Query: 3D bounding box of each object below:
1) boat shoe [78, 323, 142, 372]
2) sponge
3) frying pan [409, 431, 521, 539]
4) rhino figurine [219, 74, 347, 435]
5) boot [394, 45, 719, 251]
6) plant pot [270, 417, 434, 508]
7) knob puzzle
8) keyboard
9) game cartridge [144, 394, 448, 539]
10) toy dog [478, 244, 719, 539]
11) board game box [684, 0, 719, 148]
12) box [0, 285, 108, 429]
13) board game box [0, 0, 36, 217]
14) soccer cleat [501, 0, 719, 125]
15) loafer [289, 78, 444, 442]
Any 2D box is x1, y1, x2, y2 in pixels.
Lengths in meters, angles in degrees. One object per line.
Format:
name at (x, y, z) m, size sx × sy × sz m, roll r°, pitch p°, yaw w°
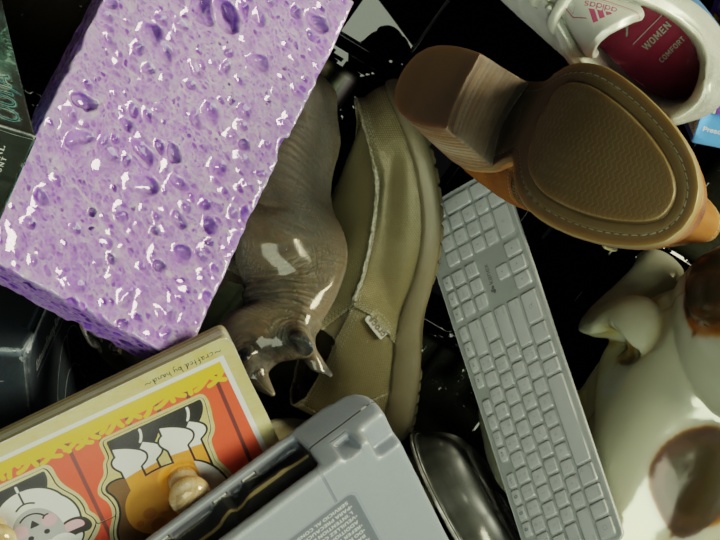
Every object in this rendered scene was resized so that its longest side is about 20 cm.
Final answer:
boat shoe at (-0.108, 0.042, 1.400) m, size 0.057 × 0.067 × 0.200 m, roll -20°, pitch 147°, yaw 6°
sponge at (-0.092, -0.066, 1.312) m, size 0.111 × 0.030 × 0.200 m, roll 31°, pitch 71°, yaw -18°
frying pan at (0.080, 0.153, 1.462) m, size 0.031 × 0.115 × 0.190 m, roll -32°, pitch 125°, yaw 9°
rhino figurine at (-0.050, -0.016, 1.364) m, size 0.087 × 0.200 × 0.060 m, roll -5°, pitch 157°, yaw 5°
boot at (0.125, -0.041, 1.334) m, size 0.155 × 0.200 × 0.074 m, roll 30°, pitch 93°, yaw -43°
plant pot at (-0.037, 0.185, 1.466) m, size 0.187 × 0.187 × 0.200 m, roll 15°, pitch 102°, yaw -11°
knob puzzle at (-0.108, 0.142, 1.325) m, size 0.219 × 0.030 × 0.220 m, roll -11°, pitch 125°, yaw -16°
keyboard at (0.078, 0.049, 1.402) m, size 0.011 × 0.200 × 0.056 m, roll 4°, pitch 152°, yaw -47°
game cartridge at (-0.054, 0.156, 1.329) m, size 0.200 × 0.040 × 0.133 m, roll -36°, pitch 136°, yaw -10°
toy dog at (0.164, 0.064, 1.404) m, size 0.139 × 0.194 × 0.200 m, roll 34°, pitch 118°, yaw -9°
board game box at (0.273, -0.111, 1.401) m, size 0.200 × 0.045 × 0.135 m, roll 11°, pitch 115°, yaw -9°
box at (-0.189, 0.091, 1.402) m, size 0.107 × 0.148 × 0.200 m, roll 1°, pitch 116°, yaw 8°
board game box at (-0.196, -0.054, 1.309) m, size 0.028 × 0.200 × 0.135 m, roll 17°, pitch 114°, yaw -22°
soccer cleat at (0.096, -0.144, 1.332) m, size 0.200 × 0.086 × 0.070 m, roll 39°, pitch 109°, yaw -4°
loafer at (0.000, 0.000, 1.420) m, size 0.067 × 0.076 × 0.200 m, roll -2°, pitch 116°, yaw -10°
